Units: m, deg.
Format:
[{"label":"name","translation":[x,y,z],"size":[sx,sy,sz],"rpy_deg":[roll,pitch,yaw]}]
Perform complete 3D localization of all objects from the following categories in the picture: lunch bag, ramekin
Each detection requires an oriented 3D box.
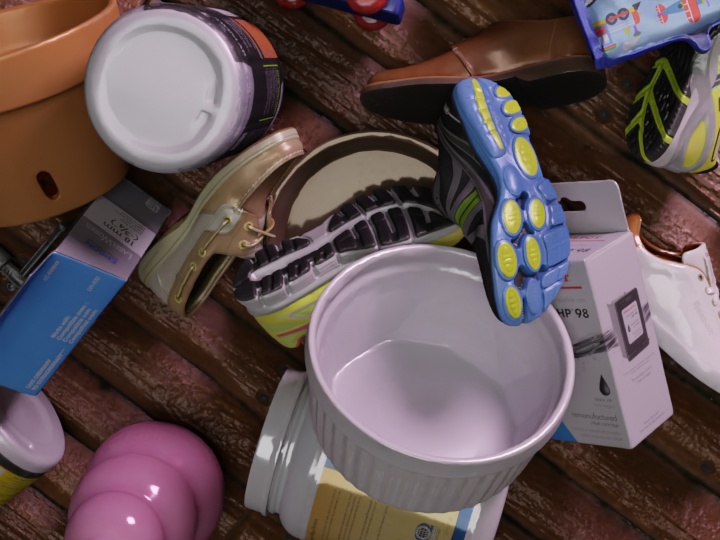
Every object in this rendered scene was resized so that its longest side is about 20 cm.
[{"label":"lunch bag","translation":[0.222,-0.254,0.961],"size":[0.150,0.094,0.200],"rpy_deg":[-21,83,11]},{"label":"ramekin","translation":[0.054,0.088,0.964],"size":[0.200,0.200,0.105],"rpy_deg":[17,140,4]}]

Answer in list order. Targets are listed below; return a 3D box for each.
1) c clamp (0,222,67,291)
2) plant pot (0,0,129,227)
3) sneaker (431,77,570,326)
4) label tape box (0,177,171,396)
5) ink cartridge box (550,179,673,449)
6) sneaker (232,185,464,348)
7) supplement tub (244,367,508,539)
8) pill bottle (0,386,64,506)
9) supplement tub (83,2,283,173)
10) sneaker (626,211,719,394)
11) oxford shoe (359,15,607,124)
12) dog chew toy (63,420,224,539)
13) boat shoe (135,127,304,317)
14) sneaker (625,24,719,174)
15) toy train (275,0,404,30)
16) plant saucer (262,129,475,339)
[{"label":"c clamp","translation":[-0.382,-0.035,1.133],"size":[0.200,0.027,0.171],"rpy_deg":[37,107,-2]},{"label":"plant pot","translation":[-0.272,-0.126,1.027],"size":[0.200,0.200,0.140],"rpy_deg":[-12,115,9]},{"label":"sneaker","translation":[0.102,-0.049,0.975],"size":[0.071,0.083,0.200],"rpy_deg":[-2,65,-28]},{"label":"label tape box","translation":[-0.239,0.023,1.018],"size":[0.063,0.200,0.144],"rpy_deg":[37,116,-11]},{"label":"ink cartridge box","translation":[0.165,0.035,1.015],"size":[0.116,0.067,0.200],"rpy_deg":[0,112,48]},{"label":"sneaker","translation":[0.000,0.000,1.044],"size":[0.200,0.078,0.090],"rpy_deg":[-22,126,3]},{"label":"supplement tub","translation":[0.017,0.168,1.055],"size":[0.200,0.145,0.145],"rpy_deg":[17,102,4]},{"label":"pill bottle","translation":[-0.370,0.178,1.122],"size":[0.200,0.111,0.111],"rpy_deg":[-35,94,11]},{"label":"supplement tub","translation":[-0.128,-0.144,0.990],"size":[0.122,0.200,0.123],"rpy_deg":[1,99,7]},{"label":"sneaker","translation":[0.276,0.031,1.035],"size":[0.200,0.073,0.085],"rpy_deg":[40,105,0]},{"label":"oxford shoe","translation":[0.097,-0.166,1.038],"size":[0.200,0.071,0.071],"rpy_deg":[-7,69,11]},{"label":"dog chew toy","translation":[-0.186,0.201,1.058],"size":[0.124,0.200,0.125],"rpy_deg":[1,100,7]},{"label":"boat shoe","translation":[-0.105,-0.037,1.058],"size":[0.066,0.074,0.200],"rpy_deg":[51,122,9]},{"label":"sneaker","translation":[0.282,-0.172,1.011],"size":[0.076,0.075,0.200],"rpy_deg":[20,100,-30]},{"label":"toy train","translation":[-0.051,-0.274,1.023],"size":[0.200,0.085,0.116],"rpy_deg":[16,91,4]},{"label":"plant saucer","translation":[0.014,-0.020,1.082],"size":[0.200,0.029,0.201],"rpy_deg":[1,99,7]}]
